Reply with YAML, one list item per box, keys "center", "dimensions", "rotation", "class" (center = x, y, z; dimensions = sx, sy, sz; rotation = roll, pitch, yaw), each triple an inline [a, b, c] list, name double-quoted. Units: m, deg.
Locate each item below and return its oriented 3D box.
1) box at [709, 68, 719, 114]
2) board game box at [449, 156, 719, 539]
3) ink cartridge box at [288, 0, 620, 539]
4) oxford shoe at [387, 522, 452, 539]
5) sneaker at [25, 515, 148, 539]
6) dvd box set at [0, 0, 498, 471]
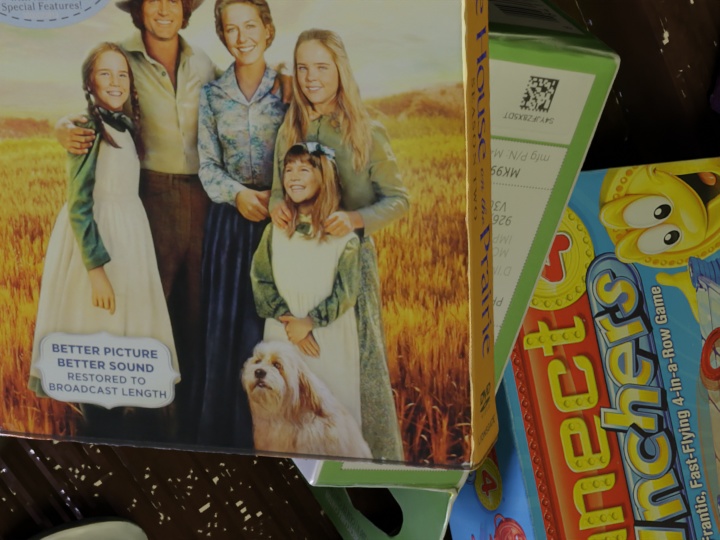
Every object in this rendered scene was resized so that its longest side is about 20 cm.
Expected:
- center: [0.227, -0.119, 0.769]
  dimensions: [0.199, 0.039, 0.137]
  rotation: [-7, 121, -26]
  class: "box"
- center: [0.125, 0.062, 0.737]
  dimensions: [0.195, 0.056, 0.201]
  rotation: [-7, 80, -27]
  class: "board game box"
- center: [0.000, 0.000, 0.670]
  dimensions: [0.059, 0.104, 0.201]
  rotation: [4, 117, -31]
  class: "ink cartridge box"
- center: [0.027, 0.121, 0.782]
  dimensions: [0.084, 0.073, 0.200]
  rotation: [17, 108, -32]
  class: "oxford shoe"
- center: [-0.092, 0.184, 0.742]
  dimensions: [0.074, 0.087, 0.201]
  rotation: [-13, 125, -25]
  class: "sneaker"
- center: [-0.037, -0.047, 0.587]
  dimensions: [0.146, 0.029, 0.201]
  rotation: [4, 109, 15]
  class: "dvd box set"
